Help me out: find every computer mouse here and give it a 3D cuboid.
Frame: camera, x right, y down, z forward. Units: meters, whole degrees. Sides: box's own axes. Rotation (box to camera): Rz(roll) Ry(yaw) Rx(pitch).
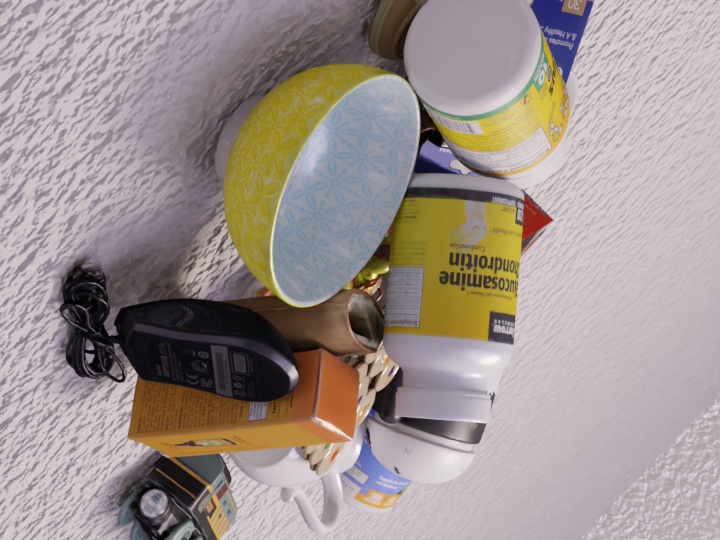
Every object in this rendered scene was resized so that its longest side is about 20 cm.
[{"bbox_3d":[-0.141,0.051,1.597,0.139,0.198,0.053,97,7,-52],"label":"computer mouse"}]

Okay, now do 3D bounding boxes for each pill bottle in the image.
[{"bbox_3d":[0.112,-0.143,1.617,0.113,0.113,0.200,-44,153,-3],"label":"pill bottle"},{"bbox_3d":[0.042,0.165,2.198,0.201,0.112,0.112,-55,157,23],"label":"pill bottle"},{"bbox_3d":[0.077,0.024,1.652,0.112,0.111,0.202,13,81,-66],"label":"pill bottle"}]

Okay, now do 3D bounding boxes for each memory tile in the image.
[{"bbox_3d":[0.007,0.099,1.848,0.201,0.017,0.153,-56,166,-13],"label":"memory tile"}]

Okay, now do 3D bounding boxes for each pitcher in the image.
[{"bbox_3d":[-0.060,0.181,1.977,0.200,0.120,0.174,11,76,-69],"label":"pitcher"}]

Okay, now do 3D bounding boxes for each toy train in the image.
[{"bbox_3d":[-0.175,0.244,1.985,0.114,0.085,0.200,-50,161,-15],"label":"toy train"}]

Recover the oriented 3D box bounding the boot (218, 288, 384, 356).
[{"bbox_3d":[-0.071,0.061,1.700,0.198,0.067,0.175,-5,169,20],"label":"boot"}]

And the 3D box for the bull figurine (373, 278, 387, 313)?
[{"bbox_3d":[0.032,0.018,1.951,0.121,0.065,0.200,-45,176,-3],"label":"bull figurine"}]

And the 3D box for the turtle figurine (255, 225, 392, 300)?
[{"bbox_3d":[0.000,0.000,1.792,0.199,0.065,0.161,-26,-177,12],"label":"turtle figurine"}]

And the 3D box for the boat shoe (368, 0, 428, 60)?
[{"bbox_3d":[0.085,-0.245,1.609,0.200,0.063,0.073,-50,159,12],"label":"boat shoe"}]

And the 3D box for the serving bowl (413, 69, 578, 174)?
[{"bbox_3d":[0.115,-0.132,1.867,0.200,0.066,0.201,-39,158,-18],"label":"serving bowl"}]

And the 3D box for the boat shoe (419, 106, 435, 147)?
[{"bbox_3d":[-0.011,-0.070,1.732,0.200,0.072,0.072,-48,158,9],"label":"boat shoe"}]

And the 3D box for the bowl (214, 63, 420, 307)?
[{"bbox_3d":[-0.051,-0.084,1.561,0.200,0.107,0.201,-43,149,-35],"label":"bowl"}]

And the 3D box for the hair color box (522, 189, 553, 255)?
[{"bbox_3d":[0.113,-0.022,1.817,0.102,0.061,0.200,-48,175,15],"label":"hair color box"}]

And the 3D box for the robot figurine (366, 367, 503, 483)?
[{"bbox_3d":[0.079,0.121,2.055,0.125,0.149,0.202,22,-86,70],"label":"robot figurine"}]

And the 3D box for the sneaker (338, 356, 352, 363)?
[{"bbox_3d":[-0.083,0.119,1.842,0.099,0.079,0.199,24,138,-35],"label":"sneaker"}]

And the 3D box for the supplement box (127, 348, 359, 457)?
[{"bbox_3d":[-0.101,0.115,1.670,0.198,0.070,0.066,-10,154,30],"label":"supplement box"}]

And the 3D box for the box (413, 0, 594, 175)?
[{"bbox_3d":[0.128,-0.167,1.739,0.120,0.032,0.202,6,110,-36],"label":"box"}]
